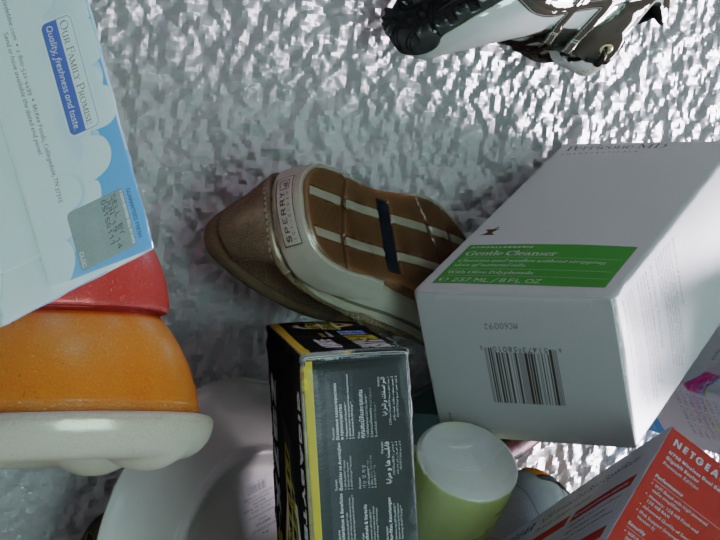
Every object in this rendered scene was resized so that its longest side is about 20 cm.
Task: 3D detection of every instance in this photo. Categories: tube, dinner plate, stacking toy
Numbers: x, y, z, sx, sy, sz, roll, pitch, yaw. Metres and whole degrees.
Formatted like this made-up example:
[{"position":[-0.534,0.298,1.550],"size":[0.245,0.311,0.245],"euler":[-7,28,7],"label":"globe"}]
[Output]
[{"position":[0.026,0.160,0.893],"size":[0.058,0.052,0.200],"euler":[-5,135,-28],"label":"tube"},{"position":[-0.053,0.152,0.857],"size":[0.200,0.024,0.200],"euler":[5,84,-53],"label":"dinner plate"},{"position":[-0.137,-0.015,0.736],"size":[0.146,0.146,0.200],"euler":[4,79,-41],"label":"stacking toy"}]

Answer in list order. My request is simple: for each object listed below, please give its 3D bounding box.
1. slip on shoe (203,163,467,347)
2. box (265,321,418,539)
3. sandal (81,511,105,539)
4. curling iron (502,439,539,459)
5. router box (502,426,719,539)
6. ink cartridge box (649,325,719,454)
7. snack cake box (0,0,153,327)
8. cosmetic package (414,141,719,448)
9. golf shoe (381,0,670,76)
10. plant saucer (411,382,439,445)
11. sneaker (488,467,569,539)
[{"position":[0.000,0.000,0.880],"size":[0.200,0.061,0.076],"euler":[18,58,-58],"label":"slip on shoe"},{"position":[-0.008,0.126,0.778],"size":[0.049,0.160,0.200],"euler":[-3,94,-6],"label":"box"},{"position":[-0.110,0.210,0.846],"size":[0.082,0.055,0.200],"euler":[-17,98,-50],"label":"sandal"},{"position":[0.054,0.103,0.956],"size":[0.200,0.026,0.050],"euler":[-27,131,-41],"label":"curling iron"},{"position":[0.081,0.182,0.833],"size":[0.049,0.200,0.180],"euler":[38,60,-1],"label":"router box"},{"position":[0.243,0.052,1.002],"size":[0.115,0.200,0.068],"euler":[-47,127,-21],"label":"ink cartridge box"},{"position":[-0.165,-0.063,0.622],"size":[0.067,0.200,0.115],"euler":[-29,119,-32],"label":"snack cake box"},{"position":[0.120,0.006,0.905],"size":[0.200,0.108,0.085],"euler":[-45,129,-53],"label":"cosmetic package"},{"position":[0.099,-0.134,0.913],"size":[0.200,0.078,0.095],"euler":[-29,119,-30],"label":"golf shoe"},{"position":[0.101,0.046,0.969],"size":[0.200,0.070,0.019],"euler":[-26,105,-33],"label":"plant saucer"},{"position":[0.063,0.205,0.978],"size":[0.092,0.076,0.200],"euler":[12,93,-37],"label":"sneaker"}]
